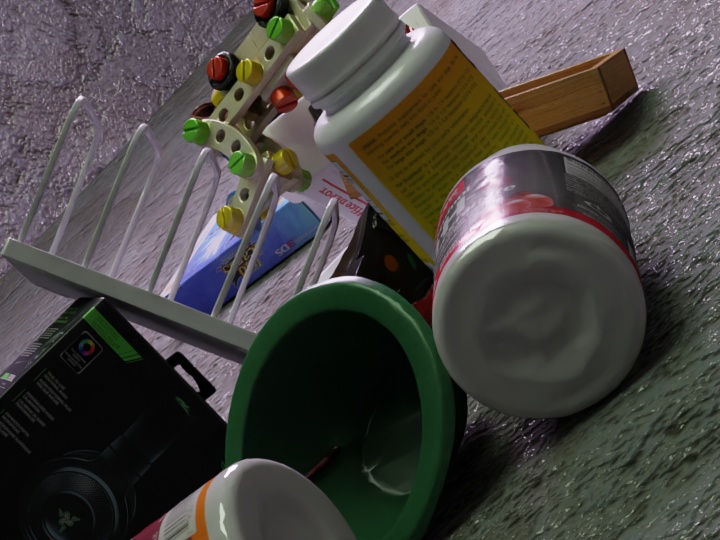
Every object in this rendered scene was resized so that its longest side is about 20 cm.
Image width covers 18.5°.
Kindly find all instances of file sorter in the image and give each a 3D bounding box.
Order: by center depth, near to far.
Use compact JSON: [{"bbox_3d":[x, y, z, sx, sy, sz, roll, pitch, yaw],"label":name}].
[{"bbox_3d":[-0.122,-0.020,1.523,0.139,0.200,0.125,90,-158,-83],"label":"file sorter"}]

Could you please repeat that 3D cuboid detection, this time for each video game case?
[{"bbox_3d":[-0.091,-0.047,2.132,0.200,0.045,0.181,-36,15,30],"label":"video game case"}]

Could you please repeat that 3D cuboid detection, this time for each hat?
[{"bbox_3d":[0.041,0.090,1.262,0.166,0.176,0.200,9,88,42],"label":"hat"}]

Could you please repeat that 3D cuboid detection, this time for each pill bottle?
[{"bbox_3d":[-0.098,0.195,1.143,0.200,0.114,0.114,-38,13,25],"label":"pill bottle"},{"bbox_3d":[0.095,-0.004,1.213,0.111,0.111,0.200,-40,12,14],"label":"pill bottle"},{"bbox_3d":[0.047,-0.078,1.407,0.109,0.200,0.109,-41,12,11],"label":"pill bottle"}]

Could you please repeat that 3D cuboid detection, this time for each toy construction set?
[{"bbox_3d":[-0.049,-0.127,1.623,0.200,0.092,0.131,-41,52,12],"label":"toy construction set"}]

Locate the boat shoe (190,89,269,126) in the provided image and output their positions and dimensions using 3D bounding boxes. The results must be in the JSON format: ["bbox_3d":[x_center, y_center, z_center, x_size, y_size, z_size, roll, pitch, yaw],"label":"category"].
[{"bbox_3d":[-0.162,-0.210,2.855,0.075,0.075,0.202,-51,14,-32],"label":"boat shoe"}]

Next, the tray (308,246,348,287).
[{"bbox_3d":[0.000,0.000,1.724,0.200,0.022,0.107,-46,11,-12],"label":"tray"}]

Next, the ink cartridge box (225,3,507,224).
[{"bbox_3d":[0.009,-0.103,1.707,0.200,0.067,0.116,-39,-30,16],"label":"ink cartridge box"}]

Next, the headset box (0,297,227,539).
[{"bbox_3d":[-0.180,0.137,1.468,0.200,0.174,0.093,-44,11,-13],"label":"headset box"}]

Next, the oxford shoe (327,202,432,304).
[{"bbox_3d":[0.006,0.003,1.579,0.084,0.073,0.200,-40,10,35],"label":"oxford shoe"}]

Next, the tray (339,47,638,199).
[{"bbox_3d":[0.091,-0.103,1.566,0.200,0.037,0.099,-19,7,21],"label":"tray"}]
